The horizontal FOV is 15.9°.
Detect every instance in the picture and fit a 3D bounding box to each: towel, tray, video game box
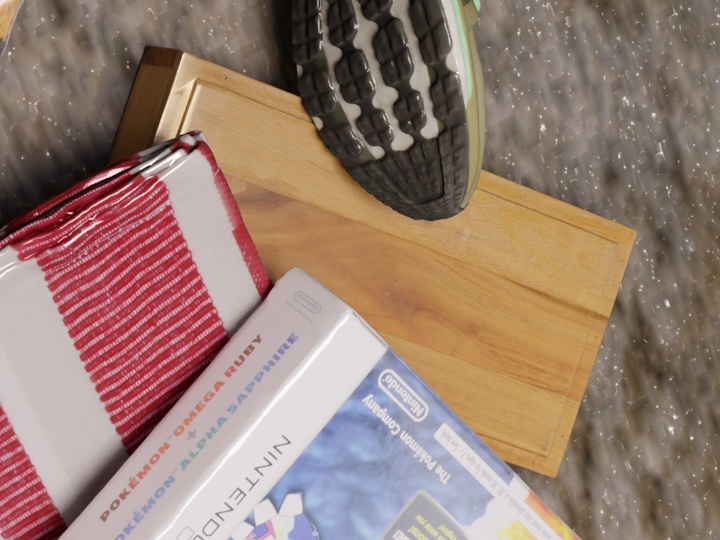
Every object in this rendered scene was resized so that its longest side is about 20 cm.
[{"bbox_3d":[-0.111,0.058,0.851,0.199,0.023,0.144,-31,123,-12],"label":"towel"},{"bbox_3d":[0.000,0.000,0.926,0.199,0.037,0.099,20,88,-28],"label":"tray"},{"bbox_3d":[-0.018,0.127,0.897,0.182,0.047,0.200,-48,128,-4],"label":"video game box"}]

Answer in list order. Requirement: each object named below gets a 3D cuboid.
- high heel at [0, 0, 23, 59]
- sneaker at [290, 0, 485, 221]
[{"bbox_3d":[-0.115,-0.081,0.842,0.200,0.071,0.143,-32,120,-21],"label":"high heel"},{"bbox_3d":[0.024,-0.119,0.890,0.088,0.077,0.201,-9,89,-43],"label":"sneaker"}]
